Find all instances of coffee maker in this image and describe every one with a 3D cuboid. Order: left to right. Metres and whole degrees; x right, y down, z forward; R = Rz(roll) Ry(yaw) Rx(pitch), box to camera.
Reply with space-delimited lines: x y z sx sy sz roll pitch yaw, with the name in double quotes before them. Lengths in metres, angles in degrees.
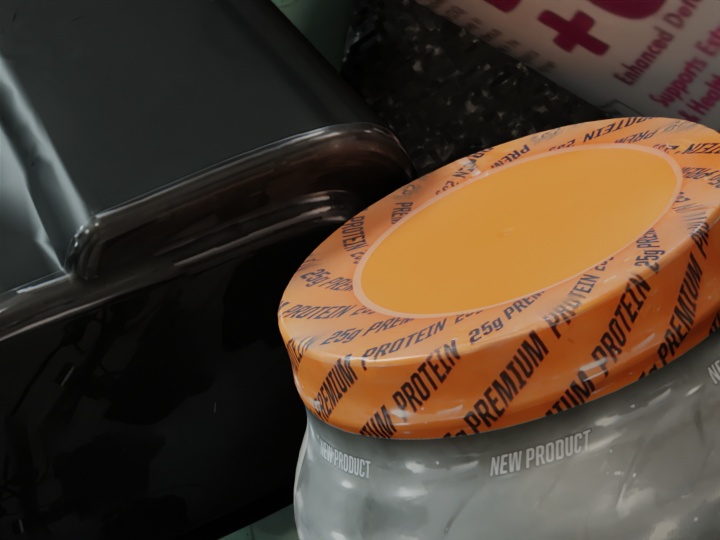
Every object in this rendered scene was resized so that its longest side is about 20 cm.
"coffee maker" -0.067 -0.048 0.676 0.192 0.135 0.200 -38 56 0

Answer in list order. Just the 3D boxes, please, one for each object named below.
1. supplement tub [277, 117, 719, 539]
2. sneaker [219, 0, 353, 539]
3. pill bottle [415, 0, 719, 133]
"supplement tub" 0.062 0.078 0.602 0.122 0.201 0.123 -19 21 8
"sneaker" 0.000 0.001 0.752 0.118 0.074 0.201 6 63 16
"pill bottle" 0.040 -0.107 0.630 0.199 0.113 0.114 29 77 -7
